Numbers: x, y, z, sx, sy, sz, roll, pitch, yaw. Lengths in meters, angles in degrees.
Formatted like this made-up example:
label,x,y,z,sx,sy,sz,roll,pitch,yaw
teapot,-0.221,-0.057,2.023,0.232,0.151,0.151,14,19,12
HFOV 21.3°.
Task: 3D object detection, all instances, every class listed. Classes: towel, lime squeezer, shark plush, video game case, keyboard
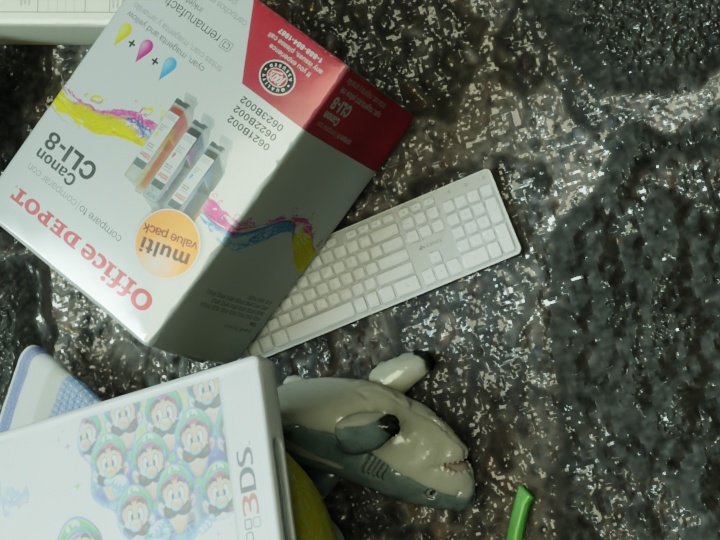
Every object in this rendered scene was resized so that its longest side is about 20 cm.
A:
label,x,y,z,sx,sy,sz,roll,pitch,yaw
towel,-0.174,0.148,1.174,0.200,0.024,0.148,32,108,46
lime squeezer,0.054,0.227,1.156,0.071,0.038,0.200,43,98,14
shark plush,-0.032,0.115,1.175,0.199,0.091,0.084,-9,114,10
video game case,-0.126,0.159,1.066,0.199,0.024,0.183,-18,69,24
keyboard,0.000,0.000,1.199,0.199,0.011,0.057,-23,81,13

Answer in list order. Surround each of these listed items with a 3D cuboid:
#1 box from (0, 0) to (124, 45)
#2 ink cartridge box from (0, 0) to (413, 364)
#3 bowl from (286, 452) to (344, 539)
label,x,y,z,sx,sy,sz,roll,pitch,yaw
box,-0.208,-0.195,1.234,0.199,0.078,0.096,4,87,16
ink cartridge box,-0.096,-0.065,1.155,0.145,0.145,0.200,37,95,18
bowl,-0.070,0.183,1.144,0.200,0.107,0.201,-7,81,50
